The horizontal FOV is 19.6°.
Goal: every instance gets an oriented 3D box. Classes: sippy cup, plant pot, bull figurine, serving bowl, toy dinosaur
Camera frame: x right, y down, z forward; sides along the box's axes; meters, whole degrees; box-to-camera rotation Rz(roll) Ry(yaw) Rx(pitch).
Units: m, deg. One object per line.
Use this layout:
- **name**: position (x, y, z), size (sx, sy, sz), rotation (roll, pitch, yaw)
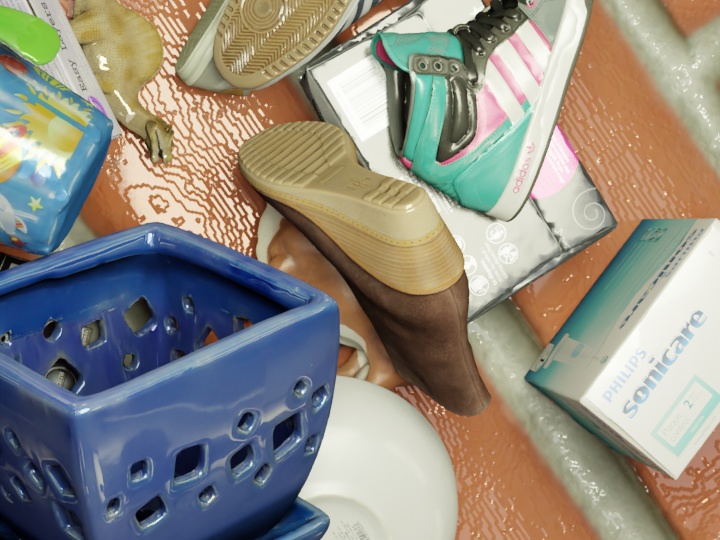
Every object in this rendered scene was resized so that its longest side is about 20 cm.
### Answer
- **sippy cup**: position (-0.228, -0.078, 1.291), size (0.130, 0.178, 0.140), rotation (25, 80, -2)
- **plant pot**: position (-0.137, 0.100, 1.270), size (0.199, 0.199, 0.181), rotation (-21, 118, -36)
- **bull figurine**: position (-0.026, 0.010, 1.434), size (0.121, 0.065, 0.200), rotation (-40, 92, 0)
- **serving bowl**: position (-0.026, 0.175, 1.404), size (0.198, 0.066, 0.202), rotation (-3, 109, -8)
- **toy dinosaur**: position (-0.187, -0.159, 1.431), size (0.100, 0.058, 0.202), rotation (-15, 86, -18)

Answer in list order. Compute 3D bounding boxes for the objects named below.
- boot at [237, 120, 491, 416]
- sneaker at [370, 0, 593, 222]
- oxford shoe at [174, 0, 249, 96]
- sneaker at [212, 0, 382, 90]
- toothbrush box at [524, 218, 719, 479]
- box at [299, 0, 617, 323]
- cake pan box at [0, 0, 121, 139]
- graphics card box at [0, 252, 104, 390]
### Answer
- **boot**: position (0.000, 0.000, 1.353), size (0.072, 0.200, 0.167), rotation (-33, 126, -23)
- **sneaker**: position (0.070, -0.143, 1.321), size (0.120, 0.084, 0.202), rotation (16, 90, -14)
- **oxford shoe**: position (-0.053, -0.203, 1.427), size (0.058, 0.075, 0.201), rotation (33, 89, -15)
- **sneaker**: position (-0.007, -0.192, 1.380), size (0.070, 0.108, 0.200), rotation (46, 101, 18)
- **toothbrush box**: position (0.199, 0.046, 1.387), size (0.085, 0.200, 0.147), rotation (38, 87, -4)
- **box**: position (0.062, -0.080, 1.416), size (0.132, 0.115, 0.201), rotation (-32, 92, -3)
- **cake pan box**: position (-0.276, -0.130, 1.382), size (0.183, 0.052, 0.201), rotation (-27, 92, 22)
- **graphics card box**: position (-0.275, 0.044, 1.393), size (0.199, 0.051, 0.126), rotation (17, 117, -7)
